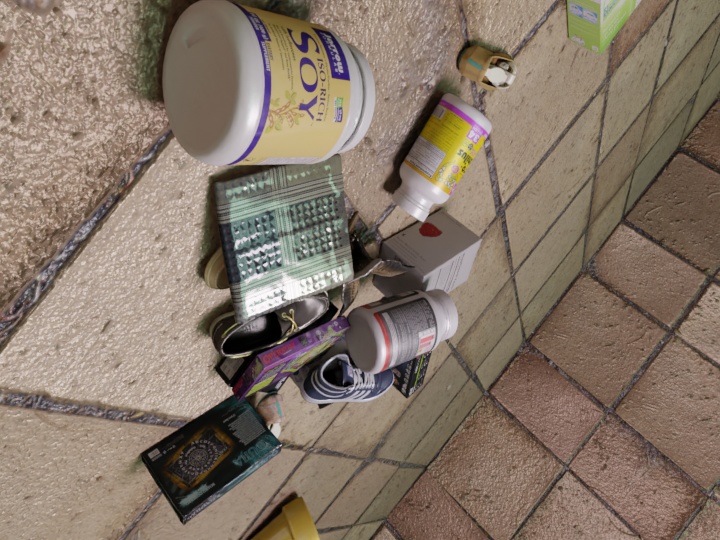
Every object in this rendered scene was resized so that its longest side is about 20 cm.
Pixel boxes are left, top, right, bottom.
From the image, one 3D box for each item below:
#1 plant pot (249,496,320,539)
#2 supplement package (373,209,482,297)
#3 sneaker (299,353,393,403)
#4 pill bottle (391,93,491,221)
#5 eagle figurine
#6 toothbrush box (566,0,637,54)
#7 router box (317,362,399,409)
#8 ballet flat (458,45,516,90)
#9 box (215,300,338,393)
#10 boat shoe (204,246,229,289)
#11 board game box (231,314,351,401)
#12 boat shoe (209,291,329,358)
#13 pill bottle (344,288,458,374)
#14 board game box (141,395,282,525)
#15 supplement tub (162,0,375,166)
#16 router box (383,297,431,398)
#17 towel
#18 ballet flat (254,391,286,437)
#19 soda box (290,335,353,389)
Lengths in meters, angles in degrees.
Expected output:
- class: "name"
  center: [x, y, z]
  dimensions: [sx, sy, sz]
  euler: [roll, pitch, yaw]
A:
- class: "plant pot"
  center: [-0.203, 0.753, 1.519]
  dimensions: [0.184, 0.203, 0.204]
  euler: [-22, 145, -16]
- class: "supplement package"
  center: [0.140, -0.018, 1.176]
  dimensions: [0.197, 0.121, 0.122]
  euler: [-29, 146, -37]
- class: "sneaker"
  center: [-0.007, 0.198, 1.044]
  dimensions: [0.193, 0.072, 0.109]
  euler: [-3, 152, -27]
- class: "pill bottle"
  center: [0.135, -0.192, 0.979]
  dimensions: [0.203, 0.104, 0.103]
  euler: [-58, 152, 13]
- class: "eagle figurine"
  center: [0.001, -0.006, 0.960]
  dimensions: [0.202, 0.147, 0.154]
  euler: [57, 47, -46]
- class: "toothbrush box"
  center: [0.480, -0.555, 1.100]
  dimensions: [0.147, 0.086, 0.199]
  euler: [-52, 152, 1]
- class: "router box"
  center: [-0.008, 0.230, 1.214]
  dimensions: [0.146, 0.052, 0.200]
  euler: [-22, 167, -30]
- class: "ballet flat"
  center: [0.240, -0.348, 0.999]
  dimensions: [0.197, 0.063, 0.070]
  euler: [-16, 138, -49]
- class: "box"
  center: [-0.141, 0.118, 0.988]
  dimensions: [0.202, 0.043, 0.160]
  euler: [-53, 153, 1]
- class: "boat shoe"
  center: [-0.131, -0.021, 0.811]
  dimensions: [0.197, 0.065, 0.074]
  euler: [-29, 146, -37]
- class: "board game box"
  center: [-0.113, 0.145, 0.946]
  dimensions: [0.197, 0.033, 0.120]
  euler: [-21, 162, -46]
- class: "boat shoe"
  center: [-0.132, 0.082, 0.872]
  dimensions: [0.195, 0.060, 0.074]
  euler: [-20, 118, -18]
- class: "pill bottle"
  center: [0.077, 0.102, 1.017]
  dimensions: [0.195, 0.116, 0.118]
  euler: [-14, 137, -33]
- class: "board game box"
  center: [-0.248, 0.309, 0.952]
  dimensions: [0.197, 0.135, 0.029]
  euler: [-28, 147, -37]
- class: "supplement tub"
  center: [-0.089, -0.187, 0.591]
  dimensions: [0.197, 0.145, 0.149]
  euler: [-14, 136, -49]
- class: "router box"
  center: [0.088, 0.177, 1.300]
  dimensions: [0.061, 0.149, 0.204]
  euler: [-30, 146, -31]
- class: "towel"
  center: [-0.099, -0.048, 0.773]
  dimensions: [0.195, 0.034, 0.200]
  euler: [-19, 114, -30]
- class: "ballet flat"
  center: [-0.187, 0.306, 1.071]
  dimensions: [0.066, 0.068, 0.202]
  euler: [-16, 151, -34]
- class: "soda box"
  center: [-0.061, 0.166, 1.147]
  dimensions: [0.197, 0.063, 0.070]
  euler: [-20, 143, -46]
